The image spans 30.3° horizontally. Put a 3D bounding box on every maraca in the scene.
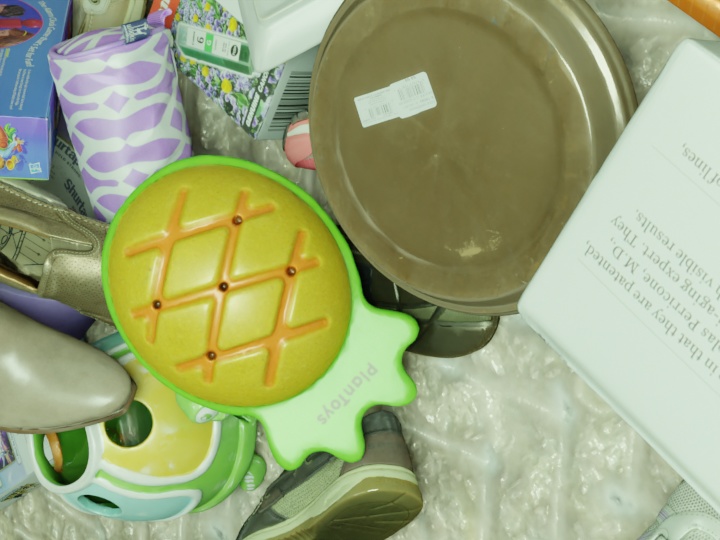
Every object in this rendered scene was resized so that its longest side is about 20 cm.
[{"bbox_3d":[-0.058,0.023,0.763,0.200,0.107,0.137,43,93,0],"label":"maraca"}]

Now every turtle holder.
[{"bbox_3d":[-0.139,0.109,0.900,0.185,0.131,0.142,12,103,42],"label":"turtle holder"}]

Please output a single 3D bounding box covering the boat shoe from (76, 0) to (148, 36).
[{"bbox_3d":[-0.169,-0.213,0.896,0.200,0.065,0.072,131,148,-52],"label":"boat shoe"}]

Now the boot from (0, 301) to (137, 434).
[{"bbox_3d":[-0.249,0.028,0.811,0.199,0.070,0.146,4,142,23],"label":"boot"}]

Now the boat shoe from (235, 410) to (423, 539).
[{"bbox_3d":[-0.023,0.147,0.847,0.201,0.072,0.066,-42,37,51],"label":"boat shoe"}]

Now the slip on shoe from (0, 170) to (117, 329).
[{"bbox_3d":[-0.179,-0.003,0.832,0.200,0.061,0.076,29,122,5],"label":"slip on shoe"}]

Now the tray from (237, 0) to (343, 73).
[{"bbox_3d":[-0.044,-0.226,0.798,0.107,0.022,0.201,-25,65,23],"label":"tray"}]

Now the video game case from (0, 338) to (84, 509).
[{"bbox_3d":[-0.296,0.079,1.103,0.181,0.045,0.201,-33,73,39],"label":"video game case"}]

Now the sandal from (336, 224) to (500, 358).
[{"bbox_3d":[0.000,0.000,0.817,0.199,0.055,0.082,12,110,27],"label":"sandal"}]

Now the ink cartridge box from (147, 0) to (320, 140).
[{"bbox_3d":[-0.093,-0.184,0.877,0.200,0.050,0.109,43,123,30],"label":"ink cartridge box"}]

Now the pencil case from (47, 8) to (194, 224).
[{"bbox_3d":[-0.140,-0.068,0.873,0.084,0.085,0.201,12,121,45],"label":"pencil case"}]

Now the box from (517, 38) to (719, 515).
[{"bbox_3d":[0.208,0.018,0.518,0.200,0.199,0.131,47,124,28],"label":"box"}]

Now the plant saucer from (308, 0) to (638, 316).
[{"bbox_3d":[0.049,-0.068,0.693,0.200,0.029,0.201,14,115,32],"label":"plant saucer"}]

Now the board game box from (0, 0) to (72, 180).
[{"bbox_3d":[-0.269,-0.132,0.895,0.200,0.134,0.045,-100,15,-56],"label":"board game box"}]

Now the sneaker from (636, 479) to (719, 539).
[{"bbox_3d":[0.156,0.175,0.662,0.081,0.088,0.201,38,119,33],"label":"sneaker"}]

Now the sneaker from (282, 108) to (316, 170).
[{"bbox_3d":[0.028,-0.053,0.765,0.200,0.074,0.087,5,100,42],"label":"sneaker"}]

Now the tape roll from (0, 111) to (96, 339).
[{"bbox_3d":[-0.259,-0.037,0.949,0.085,0.200,0.200,-46,65,37],"label":"tape roll"}]

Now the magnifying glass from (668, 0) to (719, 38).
[{"bbox_3d":[0.113,-0.179,0.664,0.200,0.080,0.022,41,79,13],"label":"magnifying glass"}]
